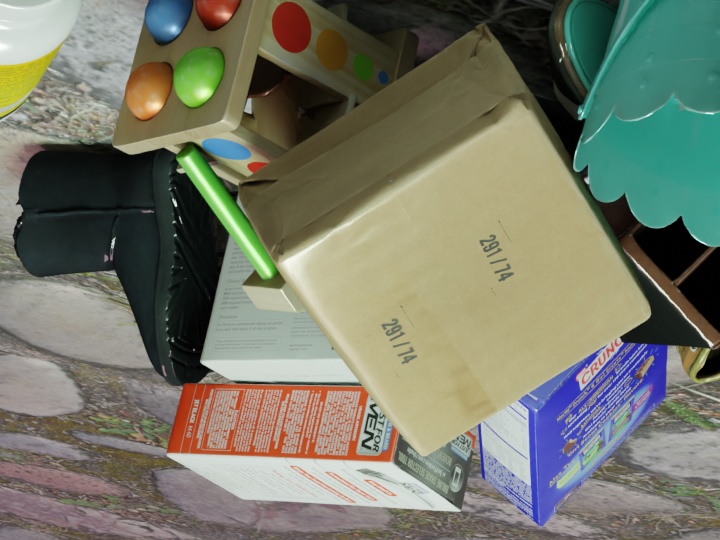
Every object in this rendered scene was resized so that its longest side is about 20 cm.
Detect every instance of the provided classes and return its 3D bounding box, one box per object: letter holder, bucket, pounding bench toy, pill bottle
[{"bbox_3d":[0.233,-0.030,1.439,0.101,0.142,0.200,47,173,-6],"label":"letter holder"},{"bbox_3d":[0.235,-0.109,1.193,0.207,0.135,0.207,9,161,3],"label":"bucket"},{"bbox_3d":[-0.076,-0.087,1.323,0.156,0.201,0.124,26,158,-37],"label":"pounding bench toy"},{"bbox_3d":[-0.245,-0.173,1.318,0.112,0.113,0.200,18,160,-17],"label":"pill bottle"}]

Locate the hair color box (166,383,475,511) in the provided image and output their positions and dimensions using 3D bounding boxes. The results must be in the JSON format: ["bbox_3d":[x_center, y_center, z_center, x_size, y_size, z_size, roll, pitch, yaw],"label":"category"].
[{"bbox_3d":[-0.029,0.130,1.502,0.200,0.064,0.111,0,157,32],"label":"hair color box"}]

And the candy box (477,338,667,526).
[{"bbox_3d":[0.172,0.087,1.639,0.077,0.169,0.200,37,157,25],"label":"candy box"}]

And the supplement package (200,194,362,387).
[{"bbox_3d":[0.000,0.000,1.521,0.151,0.201,0.151,-2,157,34],"label":"supplement package"}]

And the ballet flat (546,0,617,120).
[{"bbox_3d":[0.168,-0.118,1.314,0.068,0.068,0.200,3,160,47],"label":"ballet flat"}]

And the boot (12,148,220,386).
[{"bbox_3d":[-0.200,-0.004,1.648,0.168,0.201,0.076,-4,179,33],"label":"boot"}]

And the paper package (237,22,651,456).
[{"bbox_3d":[0.055,-0.016,1.268,0.190,0.104,0.200,-32,127,7],"label":"paper package"}]

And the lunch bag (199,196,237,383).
[{"bbox_3d":[-0.083,0.048,1.745,0.139,0.168,0.200,0,158,29],"label":"lunch bag"}]

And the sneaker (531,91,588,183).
[{"bbox_3d":[0.073,-0.094,1.362,0.199,0.078,0.140,1,-179,2],"label":"sneaker"}]

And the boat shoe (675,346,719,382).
[{"bbox_3d":[0.314,0.016,1.492,0.072,0.068,0.200,27,131,-22],"label":"boat shoe"}]
